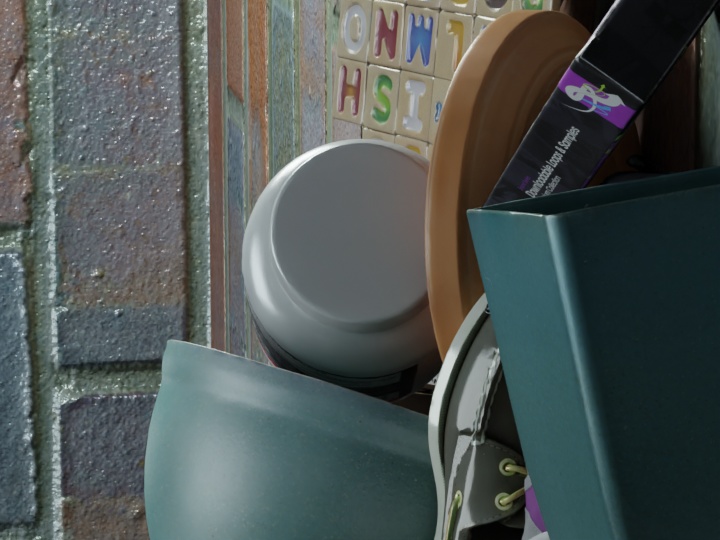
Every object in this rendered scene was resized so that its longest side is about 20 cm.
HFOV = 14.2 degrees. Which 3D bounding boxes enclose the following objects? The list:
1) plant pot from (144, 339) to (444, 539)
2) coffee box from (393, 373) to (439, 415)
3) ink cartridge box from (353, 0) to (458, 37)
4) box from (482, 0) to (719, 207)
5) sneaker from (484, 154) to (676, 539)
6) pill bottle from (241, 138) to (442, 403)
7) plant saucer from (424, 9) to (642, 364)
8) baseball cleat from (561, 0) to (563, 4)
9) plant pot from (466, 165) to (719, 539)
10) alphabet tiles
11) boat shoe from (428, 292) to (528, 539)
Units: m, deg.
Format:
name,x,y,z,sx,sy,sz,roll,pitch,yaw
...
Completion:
name,x,y,z,sx,sy,sz,roll,pitch,yaw
plant pot,-0.016,0.127,1.336,0.200,0.200,0.134,157,132,-80
coffee box,0.010,0.050,1.563,0.200,0.080,0.113,-81,-1,-56
ink cartridge box,0.070,-0.225,1.467,0.200,0.043,0.197,-12,68,58
box,0.116,-0.097,1.156,0.143,0.036,0.200,-55,-1,-16
sneaker,0.088,0.047,1.154,0.140,0.078,0.200,27,85,49
pill bottle,0.000,0.000,1.358,0.200,0.111,0.111,94,172,-80
plant saucer,0.087,-0.018,1.314,0.200,0.032,0.201,-7,-82,-61
baseball cleat,0.059,-0.133,1.549,0.106,0.070,0.200,-106,28,-54
plant pot,0.133,0.066,1.015,0.141,0.141,0.200,-164,65,-81
alphabet tiles,0.040,-0.113,1.438,0.200,0.008,0.167,18,106,58
boat shoe,0.065,0.105,1.234,0.060,0.072,0.202,26,108,60
